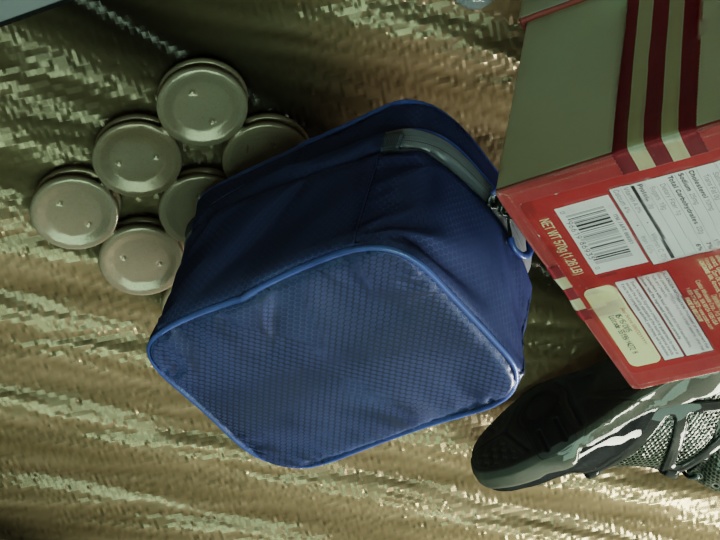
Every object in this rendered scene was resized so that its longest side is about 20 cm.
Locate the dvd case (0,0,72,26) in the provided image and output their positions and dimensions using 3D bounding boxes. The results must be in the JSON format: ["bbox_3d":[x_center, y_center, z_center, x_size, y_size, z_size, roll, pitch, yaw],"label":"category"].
[{"bbox_3d":[-0.169,-0.217,0.755,0.143,0.018,0.200,-18,127,9],"label":"dvd case"}]

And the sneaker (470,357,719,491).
[{"bbox_3d":[0.174,0.107,1.004,0.199,0.076,0.114,-28,119,9],"label":"sneaker"}]

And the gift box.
[{"bbox_3d":[0.166,-0.074,0.802,0.200,0.187,0.185,-11,133,27],"label":"gift box"}]

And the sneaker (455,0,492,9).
[{"bbox_3d":[0.048,-0.209,0.733,0.115,0.075,0.200,-34,144,14],"label":"sneaker"}]

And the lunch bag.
[{"bbox_3d":[0.000,0.000,0.843,0.200,0.132,0.136,-21,128,28],"label":"lunch bag"}]

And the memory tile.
[{"bbox_3d":[-0.073,-0.024,0.916,0.153,0.017,0.200,-38,121,21],"label":"memory tile"}]
